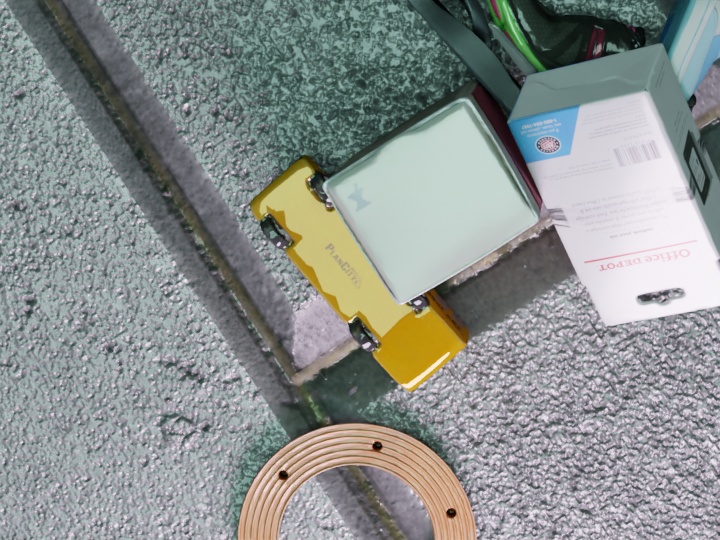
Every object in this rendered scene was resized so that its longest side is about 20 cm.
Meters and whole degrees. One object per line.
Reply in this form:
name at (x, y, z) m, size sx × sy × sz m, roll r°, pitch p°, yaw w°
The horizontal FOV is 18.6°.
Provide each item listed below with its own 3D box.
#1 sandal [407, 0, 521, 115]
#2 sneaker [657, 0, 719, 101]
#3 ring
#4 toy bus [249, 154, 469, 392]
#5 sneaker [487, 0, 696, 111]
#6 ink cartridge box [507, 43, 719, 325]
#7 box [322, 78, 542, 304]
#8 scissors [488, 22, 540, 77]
sandal at (0.083, -0.193, 1.717) m, size 0.043 × 0.076 × 0.200 m, roll -41°, pitch 95°, yaw 9°
sneaker at (0.309, -0.194, 1.676) m, size 0.130 × 0.080 × 0.201 m, roll 28°, pitch 78°, yaw -4°
ring at (-0.003, 0.223, 1.819) m, size 0.199 × 0.019 × 0.202 m, roll 1°, pitch 99°, yaw 3°
toy bus at (0.000, 0.000, 1.752) m, size 0.065 × 0.078 × 0.200 m, roll -40°, pitch 94°, yaw 12°
sneaker at (0.180, -0.169, 1.721) m, size 0.200 × 0.077 × 0.084 m, roll 38°, pitch 94°, yaw -13°
ink cartridge box at (0.205, -0.062, 1.665) m, size 0.115 × 0.067 × 0.201 m, roll -11°, pitch 123°, yaw 27°
box at (0.061, -0.064, 1.676) m, size 0.127 × 0.200 × 0.109 m, roll -31°, pitch 95°, yaw 10°
scissors at (0.156, -0.119, 1.706) m, size 0.200 × 0.073 × 0.014 m, roll 39°, pitch 71°, yaw -16°
